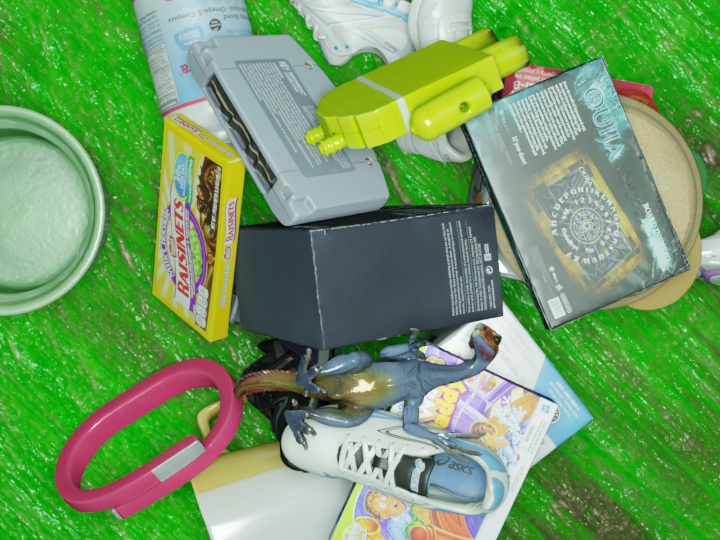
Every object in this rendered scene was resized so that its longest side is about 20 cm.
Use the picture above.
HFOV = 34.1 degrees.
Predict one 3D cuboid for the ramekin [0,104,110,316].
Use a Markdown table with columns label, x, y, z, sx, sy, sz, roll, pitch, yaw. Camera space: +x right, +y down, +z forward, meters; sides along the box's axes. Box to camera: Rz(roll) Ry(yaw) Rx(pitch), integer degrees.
| label | x | y | z | sx | sy | sz | roll | pitch | yaw |
| --- | --- | --- | --- | --- | --- | --- | --- | --- | --- |
| ramekin | -0.343 | -0.058 | 1.158 | 0.199 | 0.098 | 0.201 | 0 | 91 | -1 |

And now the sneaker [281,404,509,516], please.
| label | x | y | z | sx | sy | sz | roll | pitch | yaw |
| --- | --- | --- | --- | --- | --- | --- | --- | --- | --- |
| sneaker | 0.028 | 0.159 | 0.993 | 0.199 | 0.072 | 0.072 | 12 | 92 | 7 |

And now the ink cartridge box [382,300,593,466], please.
| label | x | y | z | sx | sy | sz | roll | pitch | yaw |
| --- | --- | --- | --- | --- | --- | --- | --- | --- | --- |
| ink cartridge box | 0.094 | 0.140 | 1.147 | 0.200 | 0.146 | 0.147 | -39 | 91 | 1 |

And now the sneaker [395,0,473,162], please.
| label | x | y | z | sx | sy | sz | roll | pitch | yaw |
| --- | --- | --- | --- | --- | --- | --- | --- | --- | --- |
| sneaker | 0.094 | -0.201 | 1.145 | 0.099 | 0.075 | 0.201 | 27 | 122 | 38 |

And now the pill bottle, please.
| label | x | y | z | sx | sy | sz | roll | pitch | yaw |
| --- | --- | --- | --- | --- | --- | --- | --- | --- | --- |
| pill bottle | -0.151 | -0.195 | 1.155 | 0.108 | 0.109 | 0.201 | -15 | 92 | -1 |

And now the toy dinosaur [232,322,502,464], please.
| label | x | y | z | sx | sy | sz | roll | pitch | yaw |
| --- | --- | --- | --- | --- | --- | --- | --- | --- | --- |
| toy dinosaur | 0.023 | 0.079 | 0.987 | 0.181 | 0.200 | 0.105 | -14 | 116 | -39 |

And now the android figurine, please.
| label | x | y | z | sx | sy | sz | roll | pitch | yaw |
| --- | --- | --- | --- | --- | --- | --- | --- | --- | --- |
| android figurine | 0.045 | -0.155 | 1.032 | 0.200 | 0.182 | 0.041 | -28 | 114 | -10 |

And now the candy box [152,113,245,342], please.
| label | x | y | z | sx | sy | sz | roll | pitch | yaw |
| --- | --- | --- | --- | --- | --- | --- | --- | --- | --- |
| candy box | -0.158 | -0.039 | 1.126 | 0.026 | 0.102 | 0.201 | -19 | 131 | -38 |

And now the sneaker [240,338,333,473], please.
| label | x | y | z | sx | sy | sz | roll | pitch | yaw |
| --- | --- | --- | --- | --- | --- | --- | --- | --- | --- |
| sneaker | -0.075 | 0.128 | 1.126 | 0.087 | 0.200 | 0.076 | 4 | 113 | 2 |

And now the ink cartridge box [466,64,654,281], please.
| label | x | y | z | sx | sy | sz | roll | pitch | yaw |
| --- | --- | --- | --- | --- | --- | --- | --- | --- | --- |
| ink cartridge box | 0.184 | -0.084 | 1.145 | 0.144 | 0.145 | 0.201 | 10 | 90 | -2 |

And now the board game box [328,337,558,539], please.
| label | x | y | z | sx | sy | sz | roll | pitch | yaw |
| --- | --- | --- | --- | --- | --- | --- | --- | --- | --- |
| board game box | 0.073 | 0.180 | 1.051 | 0.134 | 0.045 | 0.201 | 24 | 91 | 1 |

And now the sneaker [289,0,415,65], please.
| label | x | y | z | sx | sy | sz | roll | pitch | yaw |
| --- | --- | --- | --- | --- | --- | --- | --- | --- | --- |
| sneaker | -0.032 | -0.254 | 1.177 | 0.199 | 0.075 | 0.087 | 22 | 96 | -1 |

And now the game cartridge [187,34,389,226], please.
| label | x | y | z | sx | sy | sz | roll | pitch | yaw |
| --- | --- | --- | --- | --- | --- | --- | --- | --- | --- |
| game cartridge | -0.061 | -0.132 | 1.076 | 0.133 | 0.040 | 0.200 | -14 | 65 | -40 |

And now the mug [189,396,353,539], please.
| label | x | y | z | sx | sy | sz | roll | pitch | yaw |
| --- | --- | --- | --- | --- | --- | --- | --- | --- | --- |
| mug | -0.081 | 0.215 | 1.151 | 0.153 | 0.149 | 0.187 | -21 | 98 | -9 |

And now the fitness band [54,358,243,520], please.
| label | x | y | z | sx | sy | sz | roll | pitch | yaw |
| --- | --- | --- | --- | --- | --- | --- | --- | --- | --- |
| fitness band | -0.206 | 0.163 | 1.148 | 0.200 | 0.144 | 0.037 | -31 | 124 | 0 |

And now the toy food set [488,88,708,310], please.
| label | x | y | z | sx | sy | sz | roll | pitch | yaw |
| --- | --- | --- | --- | --- | --- | --- | --- | --- | --- |
| toy food set | 0.213 | -0.064 | 1.050 | 0.199 | 0.049 | 0.199 | 1 | 91 | -1 |

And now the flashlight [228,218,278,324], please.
| label | x | y | z | sx | sy | sz | roll | pitch | yaw |
| --- | --- | --- | --- | --- | --- | --- | --- | --- | --- |
| flashlight | -0.082 | -0.037 | 1.183 | 0.068 | 0.068 | 0.201 | 11 | 88 | 37 |

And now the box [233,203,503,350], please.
| label | x | y | z | sx | sy | sz | roll | pitch | yaw |
| --- | --- | --- | --- | --- | --- | --- | --- | --- | --- |
| box | 0.000 | 0.000 | 1.080 | 0.182 | 0.200 | 0.105 | -8 | 96 | -25 |

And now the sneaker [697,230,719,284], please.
| label | x | y | z | sx | sy | sz | roll | pitch | yaw |
| --- | --- | --- | --- | --- | --- | --- | --- | --- | --- |
| sneaker | 0.406 | -0.042 | 1.191 | 0.199 | 0.075 | 0.100 | -10 | 78 | -5 |

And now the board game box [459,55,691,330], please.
| label | x | y | z | sx | sy | sz | roll | pitch | yaw |
| --- | --- | --- | --- | --- | --- | --- | --- | --- | --- |
| board game box | 0.184 | -0.066 | 1.010 | 0.135 | 0.028 | 0.201 | -23 | 91 | -2 |
